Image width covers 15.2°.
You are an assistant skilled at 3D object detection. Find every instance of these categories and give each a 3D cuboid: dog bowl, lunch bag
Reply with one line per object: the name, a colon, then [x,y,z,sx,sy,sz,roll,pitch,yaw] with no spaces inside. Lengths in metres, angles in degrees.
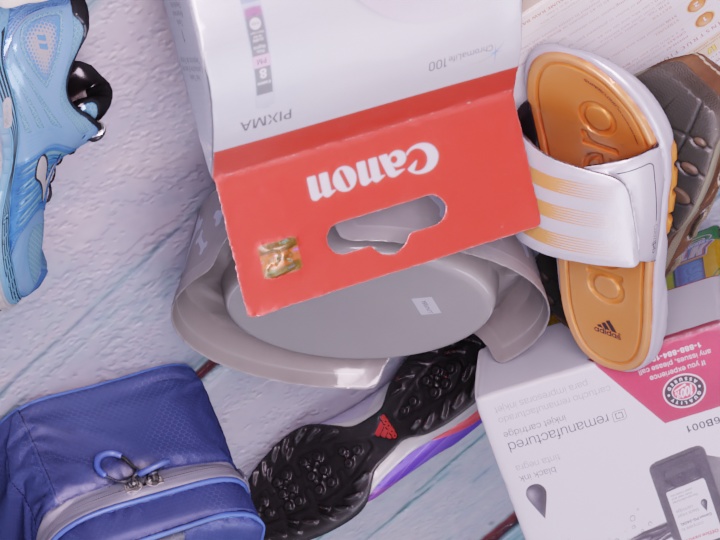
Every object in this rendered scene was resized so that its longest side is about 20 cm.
dog bowl: [0.000,0.000,1.420,0.199,0.059,0.200,0,157,0]
lunch bag: [-0.133,0.158,1.542,0.135,0.133,0.200,-15,147,-21]

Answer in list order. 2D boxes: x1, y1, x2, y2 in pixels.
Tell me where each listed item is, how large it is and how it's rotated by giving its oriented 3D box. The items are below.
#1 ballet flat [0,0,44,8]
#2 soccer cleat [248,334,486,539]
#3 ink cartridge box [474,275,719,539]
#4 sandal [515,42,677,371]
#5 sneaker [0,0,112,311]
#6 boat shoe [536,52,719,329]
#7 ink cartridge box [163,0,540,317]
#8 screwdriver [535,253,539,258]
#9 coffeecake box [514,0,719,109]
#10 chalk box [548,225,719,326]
ballet flat: [-0.171,-0.136,1.137,0.199,0.071,0.069,-18,149,-16]
soccer cleat: [0.015,0.107,1.653,0.200,0.068,0.073,-39,155,15]
ink cartridge box: [0.162,0.124,1.485,0.144,0.083,0.201,-18,107,11]
sandal: [0.114,-0.016,1.334,0.059,0.079,0.208,-48,141,-37]
sneaker: [-0.154,-0.056,1.266,0.090,0.079,0.200,-20,149,-19]
boat shoe: [0.148,-0.045,1.392,0.074,0.076,0.200,-36,163,-34]
ink cartridge box: [0.002,-0.095,1.240,0.162,0.201,0.057,-17,-173,-18]
screwdriver: [0.128,-0.018,1.582,0.200,0.029,0.028,-39,148,8]
coffeecake box: [0.110,-0.118,1.383,0.153,0.073,0.200,-32,149,7]
chalk box: [0.186,0.063,1.614,0.123,0.125,0.200,-24,-166,11]
